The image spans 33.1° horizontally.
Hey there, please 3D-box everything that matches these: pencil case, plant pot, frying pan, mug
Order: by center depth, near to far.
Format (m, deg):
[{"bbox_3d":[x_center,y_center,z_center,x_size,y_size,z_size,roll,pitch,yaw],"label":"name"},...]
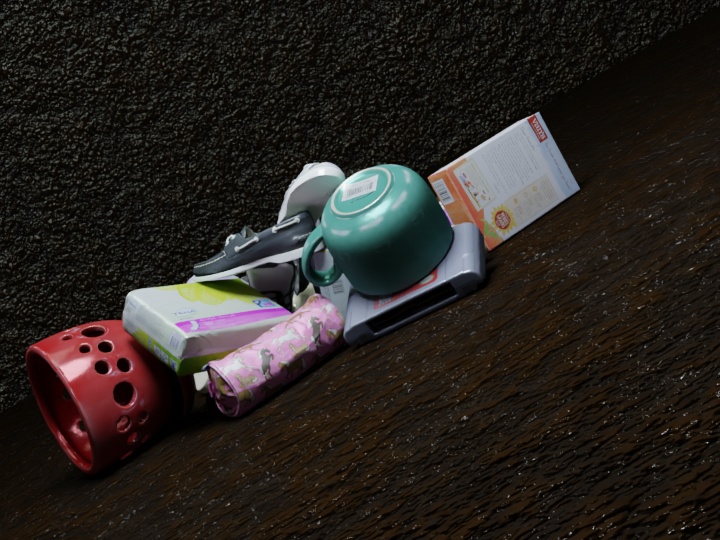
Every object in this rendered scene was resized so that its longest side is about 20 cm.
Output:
[{"bbox_3d":[0.015,-0.051,1.545,0.185,0.114,0.152,-44,36,-15],"label":"mug"},{"bbox_3d":[-0.108,0.109,1.579,0.200,0.087,0.083,-32,-23,-27],"label":"pencil case"},{"bbox_3d":[-0.347,0.159,1.709,0.182,0.201,0.200,-28,5,-27],"label":"plant pot"},{"bbox_3d":[-0.098,0.008,1.873,0.031,0.190,0.115,-7,46,-9],"label":"frying pan"}]

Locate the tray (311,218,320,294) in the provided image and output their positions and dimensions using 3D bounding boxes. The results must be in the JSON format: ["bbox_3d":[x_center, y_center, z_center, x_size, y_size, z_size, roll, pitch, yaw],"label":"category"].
[{"bbox_3d":[-0.061,-0.012,1.832,0.022,0.107,0.200,-6,-31,5],"label":"tray"}]

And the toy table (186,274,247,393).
[{"bbox_3d":[-0.223,0.090,1.894,0.117,0.200,0.184,-37,36,23],"label":"toy table"}]

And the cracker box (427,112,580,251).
[{"bbox_3d":[0.211,-0.127,1.768,0.200,0.134,0.058,-32,7,-29],"label":"cracker box"}]

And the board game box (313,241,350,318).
[{"bbox_3d":[0.000,0.000,1.744,0.103,0.105,0.200,-11,9,5],"label":"board game box"}]

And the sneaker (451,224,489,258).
[{"bbox_3d":[0.095,-0.020,1.709,0.090,0.075,0.200,-27,4,-24],"label":"sneaker"}]

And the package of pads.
[{"bbox_3d":[-0.204,0.071,1.648,0.200,0.068,0.154,-7,27,-42],"label":"package of pads"}]

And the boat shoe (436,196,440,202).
[{"bbox_3d":[0.128,-0.064,1.958,0.200,0.072,0.072,-50,13,31],"label":"boat shoe"}]

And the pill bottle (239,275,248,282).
[{"bbox_3d":[-0.154,0.046,2.116,0.200,0.111,0.111,-27,7,21],"label":"pill bottle"}]

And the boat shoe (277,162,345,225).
[{"bbox_3d":[-0.066,-0.110,1.665,0.072,0.069,0.200,8,-22,-10],"label":"boat shoe"}]

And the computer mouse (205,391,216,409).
[{"bbox_3d":[-0.140,0.124,1.742,0.140,0.046,0.200,-26,7,27],"label":"computer mouse"}]

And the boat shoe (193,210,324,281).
[{"bbox_3d":[-0.147,-0.033,1.671,0.200,0.060,0.076,-16,6,16],"label":"boat shoe"}]

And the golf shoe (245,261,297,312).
[{"bbox_3d":[-0.130,0.044,1.799,0.078,0.095,0.200,-2,-23,1],"label":"golf shoe"}]

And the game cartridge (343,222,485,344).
[{"bbox_3d":[0.068,0.013,1.567,0.200,0.041,0.133,-27,24,20],"label":"game cartridge"}]

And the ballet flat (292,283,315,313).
[{"bbox_3d":[-0.061,0.047,1.975,0.069,0.070,0.200,-26,9,25],"label":"ballet flat"}]

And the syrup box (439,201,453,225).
[{"bbox_3d":[0.107,-0.051,1.875,0.200,0.079,0.081,-26,7,24],"label":"syrup box"}]
